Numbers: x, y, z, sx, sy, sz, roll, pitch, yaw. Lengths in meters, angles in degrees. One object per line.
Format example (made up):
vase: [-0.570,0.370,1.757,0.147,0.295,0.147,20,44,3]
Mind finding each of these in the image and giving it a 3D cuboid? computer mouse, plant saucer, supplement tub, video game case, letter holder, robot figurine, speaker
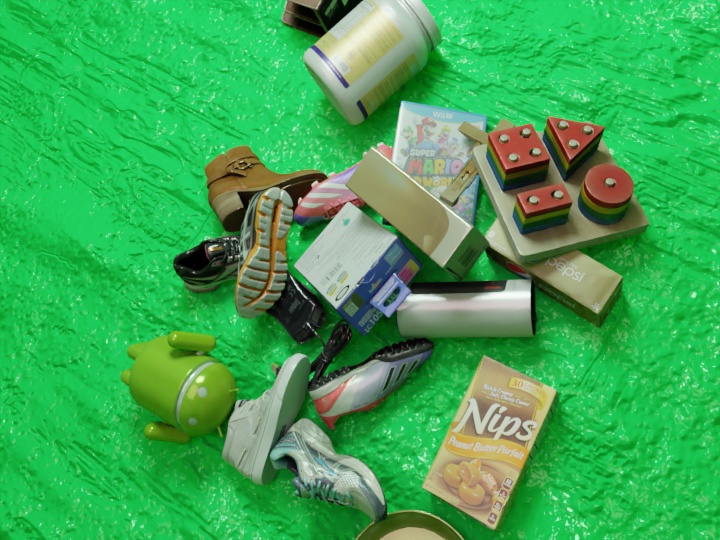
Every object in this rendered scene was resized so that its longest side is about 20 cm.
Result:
computer mouse: [-0.105,0.092,1.282,0.199,0.046,0.142,38,99,26]
plant saucer: [0.069,0.430,1.109,0.195,0.031,0.205,-6,71,16]
supplement tub: [0.020,-0.352,1.333,0.199,0.146,0.146,-40,64,1]
video game case: [0.116,-0.157,1.279,0.139,0.018,0.205,9,74,1]
letter holder: [-0.063,-0.529,1.448,0.140,0.101,0.203,26,81,26]
robot figurine: [-0.273,0.175,1.262,0.197,0.115,0.179,24,101,25]
speaker: [0.154,0.056,1.183,0.195,0.081,0.083,-2,71,18]

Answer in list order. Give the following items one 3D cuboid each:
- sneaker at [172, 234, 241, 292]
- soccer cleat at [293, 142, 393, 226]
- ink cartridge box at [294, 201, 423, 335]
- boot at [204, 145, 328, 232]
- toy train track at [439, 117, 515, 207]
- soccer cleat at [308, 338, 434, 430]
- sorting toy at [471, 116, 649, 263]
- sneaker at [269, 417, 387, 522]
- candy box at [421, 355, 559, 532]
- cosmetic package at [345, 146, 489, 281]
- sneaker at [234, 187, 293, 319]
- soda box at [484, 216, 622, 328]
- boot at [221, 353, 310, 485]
sneaker: [-0.212,-0.021,1.327,0.196,0.086,0.082,-24,67,8]
soccer cleat: [-0.016,-0.123,1.313,0.198,0.067,0.077,-34,69,1]
ink cartridge box: [0.000,0.000,1.209,0.137,0.076,0.200,-49,33,-1]
boot: [-0.162,-0.153,1.374,0.196,0.077,0.157,-26,47,-3]
toy train track: [0.176,-0.158,1.244,0.113,0.033,0.201,31,56,15]
soccer cleat: [0.024,0.162,1.207,0.196,0.068,0.075,-24,95,0]
sorting toy: [0.282,-0.132,1.162,0.194,0.070,0.203,-13,57,-8]
sneaker: [-0.047,0.298,1.154,0.198,0.079,0.086,30,48,33]
candy box: [0.179,0.235,1.126,0.114,0.055,0.203,23,80,24]
cosmetic package: [0.081,-0.080,1.173,0.199,0.105,0.072,42,96,26]
sneaker: [-0.155,-0.027,1.269,0.077,0.077,0.205,13,89,55]
soda box: [0.272,-0.005,1.172,0.198,0.068,0.065,34,83,25]
boot: [-0.147,0.207,1.221,0.094,0.073,0.204,21,92,26]
